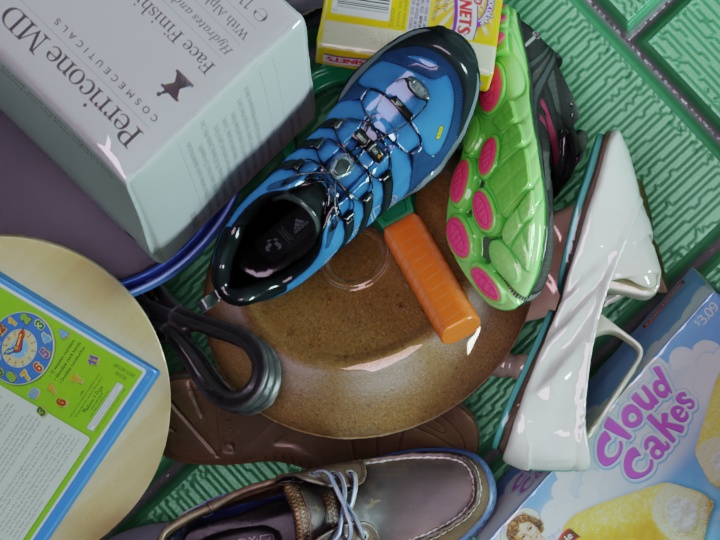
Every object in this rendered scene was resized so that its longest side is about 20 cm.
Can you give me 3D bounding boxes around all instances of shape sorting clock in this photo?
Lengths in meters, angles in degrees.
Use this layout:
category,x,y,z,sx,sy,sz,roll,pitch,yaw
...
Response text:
category,x,y,z,sx,sy,sz,roll,pitch,yaw
shape sorting clock,-0.207,0.076,1.680,0.199,0.039,0.201,-3,107,-11

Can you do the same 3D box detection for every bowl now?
category,x,y,z,sx,sy,sz,roll,pitch,yaw
bowl,-0.162,-0.076,1.720,0.200,0.039,0.201,0,79,2

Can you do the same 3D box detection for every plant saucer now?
category,x,y,z,sx,sy,sz,roll,pitch,yaw
plant saucer,0.000,0.000,1.716,0.200,0.035,0.201,-6,61,12

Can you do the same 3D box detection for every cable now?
category,x,y,z,sx,sy,sz,roll,pitch,yaw
cable,-0.113,0.031,1.735,0.200,0.050,0.097,13,74,34

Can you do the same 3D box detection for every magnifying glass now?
category,x,y,z,sx,sy,sz,roll,pitch,yaw
magnifying glass,0.015,-0.040,1.703,0.079,0.022,0.200,-28,57,-2

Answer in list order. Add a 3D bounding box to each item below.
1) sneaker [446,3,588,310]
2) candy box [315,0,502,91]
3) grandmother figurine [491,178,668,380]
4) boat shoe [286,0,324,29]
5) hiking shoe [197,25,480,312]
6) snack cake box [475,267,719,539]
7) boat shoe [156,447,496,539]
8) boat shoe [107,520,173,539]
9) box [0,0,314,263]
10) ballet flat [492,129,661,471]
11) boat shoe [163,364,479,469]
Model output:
category,x,y,z,sx,sy,sz,roll,pitch,yaw
sneaker,0.097,-0.065,1.691,0.077,0.084,0.200,-34,43,41
candy box,0.037,-0.201,1.708,0.102,0.026,0.200,11,62,-3
grandmother figurine,0.078,0.011,1.745,0.199,0.061,0.122,-15,61,10
boat shoe,-0.059,-0.172,1.753,0.199,0.066,0.075,-3,91,8
hiking shoe,-0.007,-0.049,1.634,0.074,0.087,0.200,40,108,-4
snack cake box,0.172,0.113,1.712,0.115,0.067,0.200,40,96,-13
boat shoe,-0.021,0.147,1.683,0.200,0.072,0.072,-18,73,6
boat shoe,-0.054,0.187,1.764,0.199,0.071,0.070,-7,117,4
box,-0.139,-0.132,1.608,0.199,0.200,0.131,44,82,9
ballet flat,0.133,0.022,1.669,0.069,0.069,0.200,18,80,7
boat shoe,-0.027,0.082,1.751,0.199,0.063,0.073,8,110,7
